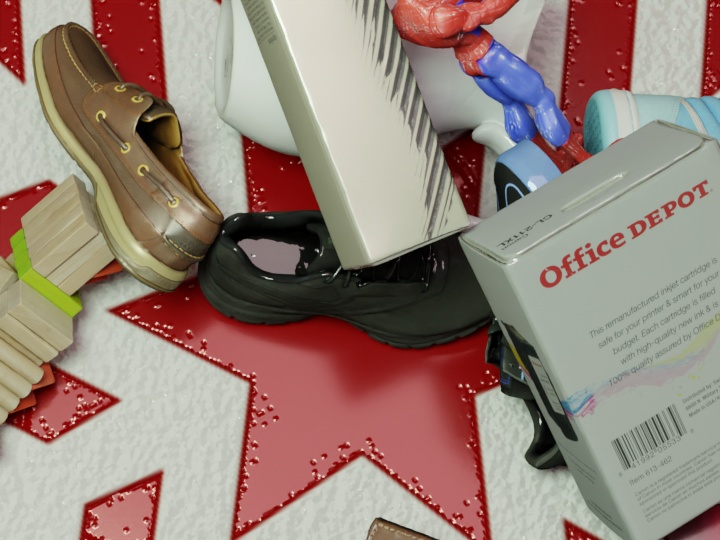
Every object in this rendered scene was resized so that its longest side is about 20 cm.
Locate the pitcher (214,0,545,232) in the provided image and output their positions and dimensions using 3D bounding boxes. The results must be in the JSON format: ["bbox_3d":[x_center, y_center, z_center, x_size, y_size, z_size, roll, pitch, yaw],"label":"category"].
[{"bbox_3d":[0.013,-0.105,1.463,0.199,0.121,0.172,3,67,-12],"label":"pitcher"}]

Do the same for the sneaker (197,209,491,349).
[{"bbox_3d":[0.000,0.000,1.443,0.199,0.091,0.076,1,72,-4],"label":"sneaker"}]

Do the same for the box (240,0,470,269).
[{"bbox_3d":[-0.008,-0.104,1.364,0.068,0.082,0.201,-22,93,-11],"label":"box"}]

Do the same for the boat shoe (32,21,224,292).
[{"bbox_3d":[-0.140,-0.081,1.452,0.068,0.072,0.200,-40,58,19],"label":"boat shoe"}]

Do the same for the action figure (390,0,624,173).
[{"bbox_3d":[0.088,-0.144,1.397,0.200,0.065,0.099,36,73,-35],"label":"action figure"}]

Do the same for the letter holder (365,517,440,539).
[{"bbox_3d":[0.081,0.249,1.334,0.199,0.101,0.142,18,74,22],"label":"letter holder"}]

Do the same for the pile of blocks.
[{"bbox_3d":[-0.211,0.040,1.446,0.062,0.082,0.200,41,82,-34],"label":"pile of blocks"}]

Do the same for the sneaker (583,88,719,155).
[{"bbox_3d":[0.217,-0.022,1.467,0.130,0.080,0.201,-5,79,-9],"label":"sneaker"}]

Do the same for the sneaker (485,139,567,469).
[{"bbox_3d":[0.108,0.025,1.420,0.078,0.070,0.201,-23,101,-14],"label":"sneaker"}]

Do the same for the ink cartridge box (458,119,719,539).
[{"bbox_3d":[0.168,0.034,1.363,0.145,0.083,0.200,-30,110,-9],"label":"ink cartridge box"}]

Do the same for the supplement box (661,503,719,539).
[{"bbox_3d":[0.282,0.186,1.411,0.199,0.061,0.109,-9,73,-4],"label":"supplement box"}]
